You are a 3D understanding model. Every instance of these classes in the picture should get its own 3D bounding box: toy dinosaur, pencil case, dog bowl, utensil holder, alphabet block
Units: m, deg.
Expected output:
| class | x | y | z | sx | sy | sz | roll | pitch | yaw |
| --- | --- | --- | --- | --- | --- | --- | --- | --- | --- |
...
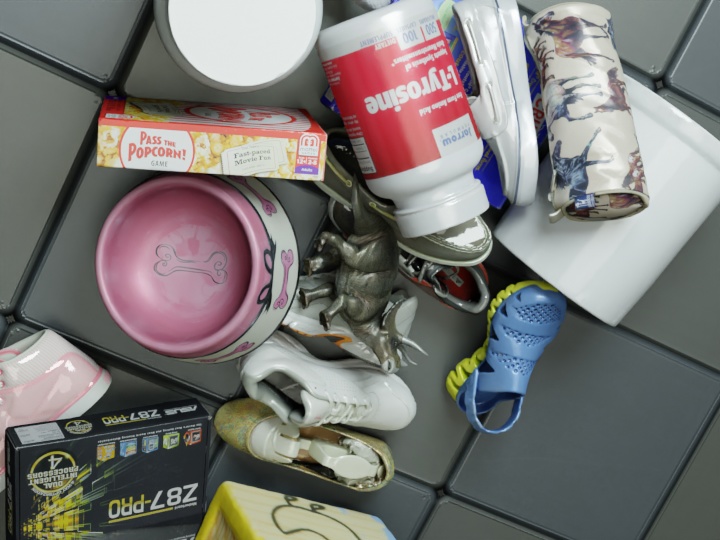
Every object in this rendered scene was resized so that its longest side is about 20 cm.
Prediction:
| class | x | y | z | sx | sy | sz | roll | pitch | yaw |
| --- | --- | --- | --- | --- | --- | --- | --- | --- | --- |
| toy dinosaur | 0.000 | 0.000 | 1.182 | 0.102 | 0.077 | 0.200 | -10 | 106 | -27 |
| pencil case | 0.200 | -0.143 | 1.114 | 0.089 | 0.078 | 0.200 | -8 | 76 | -1 |
| dog bowl | -0.163 | -0.006 | 1.167 | 0.200 | 0.074 | 0.200 | 1 | 92 | 14 |
| utensil holder | 0.251 | -0.070 | 1.215 | 0.170 | 0.170 | 0.200 | 35 | 100 | -17 |
| alphabet block | -0.065 | 0.358 | 1.246 | 0.200 | 0.195 | 0.196 | 19 | 100 | -29 |

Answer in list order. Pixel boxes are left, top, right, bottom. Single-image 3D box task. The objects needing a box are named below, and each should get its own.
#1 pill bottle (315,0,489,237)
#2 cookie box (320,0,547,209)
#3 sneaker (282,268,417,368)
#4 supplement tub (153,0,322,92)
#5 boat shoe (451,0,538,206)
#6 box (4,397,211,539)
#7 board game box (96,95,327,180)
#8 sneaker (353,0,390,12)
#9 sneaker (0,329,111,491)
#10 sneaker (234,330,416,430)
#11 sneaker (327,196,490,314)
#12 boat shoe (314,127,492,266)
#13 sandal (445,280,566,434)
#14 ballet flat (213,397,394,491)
| class | x | y | z | sx | sy | sz | roll | pitch | yaw |
| --- | --- | --- | --- | --- | --- | --- | --- | --- | --- |
| pill bottle | 0.043 | -0.136 | 1.101 | 0.112 | 0.112 | 0.200 | -22 | 101 | -3 |
| cookie box | 0.091 | -0.182 | 1.202 | 0.200 | 0.075 | 0.171 | 30 | 98 | -16 |
| sneaker | -0.033 | 0.024 | 1.248 | 0.200 | 0.076 | 0.092 | 24 | 93 | -23 |
| supplement tub | -0.111 | -0.235 | 1.087 | 0.144 | 0.200 | 0.144 | -2 | 106 | -9 |
| boat shoe | 0.123 | -0.156 | 1.144 | 0.065 | 0.074 | 0.200 | -9 | 98 | -2 |
| box | -0.253 | 0.220 | 1.230 | 0.200 | 0.049 | 0.161 | -6 | 116 | -30 |
| board game box | -0.140 | -0.124 | 1.140 | 0.200 | 0.152 | 0.046 | 3 | 105 | -11 |
| sneaker | -0.003 | -0.345 | 1.129 | 0.115 | 0.075 | 0.200 | -33 | 94 | 0 |
| sneaker | -0.354 | 0.140 | 1.216 | 0.200 | 0.075 | 0.105 | -43 | 112 | -4 |
| sneaker | -0.037 | 0.133 | 1.252 | 0.200 | 0.099 | 0.078 | 17 | 116 | -11 |
| sneaker | 0.059 | -0.024 | 1.237 | 0.200 | 0.082 | 0.077 | 33 | 98 | -16 |
| boat shoe | 0.041 | -0.072 | 1.190 | 0.202 | 0.060 | 0.072 | 31 | 69 | 3 |
| sandal | 0.155 | 0.094 | 1.247 | 0.079 | 0.087 | 0.200 | 9 | 131 | -16 |
| ballet flat | -0.055 | 0.184 | 1.285 | 0.200 | 0.071 | 0.071 | 20 | 101 | -14 |
